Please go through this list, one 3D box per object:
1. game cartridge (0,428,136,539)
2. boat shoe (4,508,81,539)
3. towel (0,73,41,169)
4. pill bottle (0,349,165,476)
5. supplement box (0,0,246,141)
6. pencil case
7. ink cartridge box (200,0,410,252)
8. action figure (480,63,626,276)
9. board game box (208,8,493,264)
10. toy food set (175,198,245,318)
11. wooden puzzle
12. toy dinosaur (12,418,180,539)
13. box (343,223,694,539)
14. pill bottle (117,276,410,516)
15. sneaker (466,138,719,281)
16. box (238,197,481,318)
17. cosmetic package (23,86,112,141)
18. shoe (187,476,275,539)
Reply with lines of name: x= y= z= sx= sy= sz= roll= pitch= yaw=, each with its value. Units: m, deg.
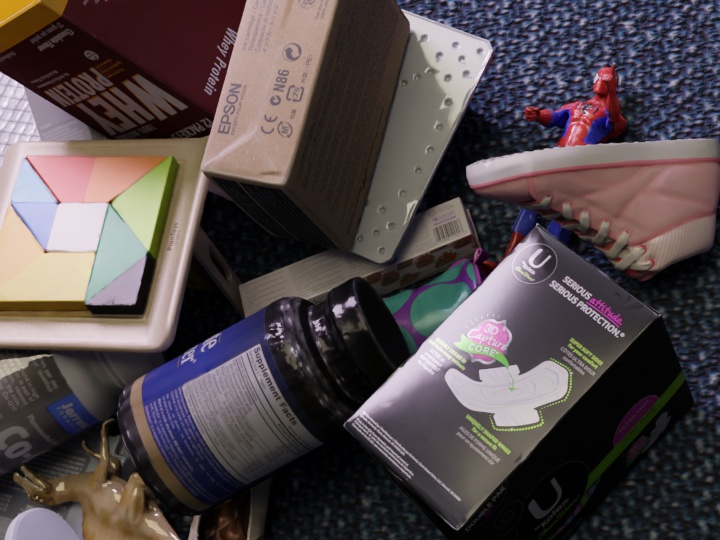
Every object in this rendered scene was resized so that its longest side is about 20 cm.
game cartridge: x=-0.284 y=0.183 z=1.350 sx=0.199 sy=0.041 sz=0.134 roll=10 pitch=63 yaw=27
boat shoe: x=-0.233 y=0.286 z=1.245 sx=0.086 sy=0.074 sz=0.202 roll=-41 pitch=66 yaw=40
towel: x=-0.313 y=-0.103 z=1.497 sx=0.165 sy=0.086 sz=0.201 roll=10 pitch=66 yaw=30
pill bottle: x=-0.263 y=0.088 z=1.307 sx=0.200 sy=0.114 sz=0.114 roll=-28 pitch=55 yaw=2
supplement box: x=-0.171 y=-0.220 z=1.311 sx=0.133 sy=0.200 sz=0.198 roll=-15 pitch=51 yaw=50
pencil case: x=0.012 y=0.052 z=1.272 sx=0.199 sy=0.085 sz=0.093 roll=-14 pitch=73 yaw=14
ink cartridge box: x=-0.037 y=-0.135 z=1.245 sx=0.075 sy=0.165 sz=0.201 roll=10 pitch=76 yaw=18
action figure: x=0.155 y=-0.090 z=1.291 sx=0.065 sy=0.099 sz=0.200 roll=17 pitch=67 yaw=28
board game box: x=-0.017 y=-0.125 z=1.340 sx=0.199 sy=0.026 sz=0.200 roll=23 pitch=82 yaw=22
toy food set: x=-0.200 y=-0.006 z=1.355 sx=0.199 sy=0.144 sz=0.061 roll=6 pitch=62 yaw=25
wooden puzzle: x=-0.215 y=-0.025 z=1.262 sx=0.199 sy=0.037 sz=0.186 roll=-2 pitch=61 yaw=21
toy dinosaur: x=-0.173 y=0.180 z=1.272 sx=0.200 sy=0.058 sz=0.101 roll=23 pitch=85 yaw=28
box: x=0.117 y=0.100 z=1.162 sx=0.200 sy=0.149 sz=0.124 roll=-45 pitch=56 yaw=-6
pill bottle: x=-0.067 y=0.088 z=1.193 sx=0.200 sy=0.112 sz=0.112 roll=-29 pitch=55 yaw=13
sneaker: x=0.178 y=-0.042 z=1.222 sx=0.199 sy=0.075 sz=0.105 roll=-4 pitch=92 yaw=-16
box: x=0.000 y=0.000 z=1.334 sx=0.199 sy=0.039 sz=0.042 roll=-23 pitch=56 yaw=9
cosmetic package: x=-0.219 y=-0.149 z=1.401 sx=0.107 sy=0.201 sz=0.090 roll=-24 pitch=11 yaw=-40
shoe: x=-0.105 y=0.197 z=1.256 sx=0.070 sy=0.053 sz=0.201 roll=-1 pitch=62 yaw=22
